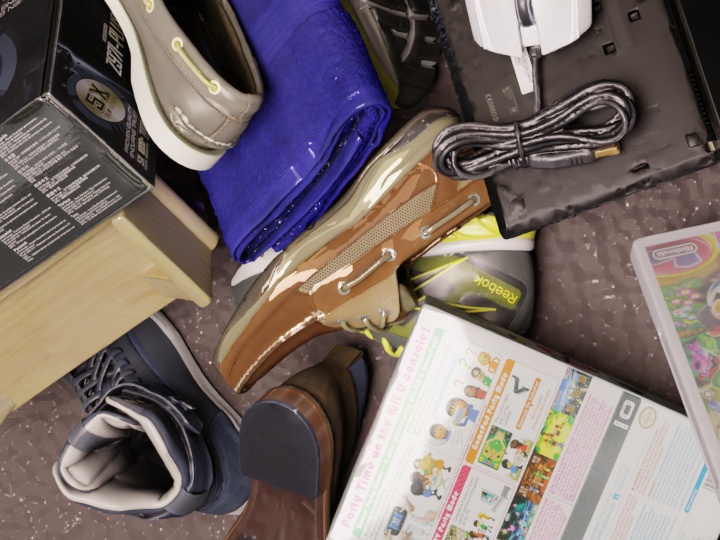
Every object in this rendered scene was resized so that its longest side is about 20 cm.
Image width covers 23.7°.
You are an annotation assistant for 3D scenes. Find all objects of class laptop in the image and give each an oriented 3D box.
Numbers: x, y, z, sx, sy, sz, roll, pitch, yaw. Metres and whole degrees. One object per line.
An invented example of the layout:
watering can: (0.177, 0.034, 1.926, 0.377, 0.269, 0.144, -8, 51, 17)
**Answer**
laptop: (0.155, -0.129, 0.952, 0.198, 0.103, 0.179, -20, 80, 17)

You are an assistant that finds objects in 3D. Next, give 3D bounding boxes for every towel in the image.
towel: (-0.054, -0.124, 0.995, 0.148, 0.049, 0.202, -45, 55, 36)

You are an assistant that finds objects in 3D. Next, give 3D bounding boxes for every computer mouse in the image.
computer mouse: (0.084, -0.152, 0.900, 0.108, 0.044, 0.203, -6, 85, 20)

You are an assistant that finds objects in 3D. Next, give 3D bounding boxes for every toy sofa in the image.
toy sofa: (-0.184, 0.013, 1.020, 0.199, 0.083, 0.098, -33, 33, 20)

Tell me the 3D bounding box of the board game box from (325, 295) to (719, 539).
board game box: (0.099, 0.121, 0.964, 0.198, 0.064, 0.149, 24, 96, 2)

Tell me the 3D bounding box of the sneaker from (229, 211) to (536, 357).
sneaker: (0.012, 0.016, 1.028, 0.198, 0.074, 0.086, -9, 85, 22)

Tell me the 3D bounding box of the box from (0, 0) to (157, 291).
box: (-0.216, -0.075, 0.990, 0.199, 0.086, 0.165, -31, 38, 23)

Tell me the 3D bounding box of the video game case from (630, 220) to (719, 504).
video game case: (0.237, 0.055, 0.890, 0.141, 0.018, 0.202, -11, 58, -5)

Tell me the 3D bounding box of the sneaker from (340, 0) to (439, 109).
sneaker: (-0.025, -0.172, 1.059, 0.090, 0.078, 0.201, -40, 68, 24)

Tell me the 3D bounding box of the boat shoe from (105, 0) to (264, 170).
boat shoe: (-0.106, -0.156, 0.969, 0.060, 0.072, 0.203, -38, 62, 32)

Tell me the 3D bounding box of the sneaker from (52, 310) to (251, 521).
sneaker: (-0.157, 0.075, 1.061, 0.202, 0.146, 0.077, 41, 105, 20)

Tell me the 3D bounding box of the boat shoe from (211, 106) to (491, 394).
boat shoe: (0.000, 0.000, 0.964, 0.074, 0.076, 0.200, 45, 102, 5)

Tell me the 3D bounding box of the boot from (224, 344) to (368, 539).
boot: (-0.032, 0.142, 1.054, 0.074, 0.097, 0.202, 22, 125, 18)
